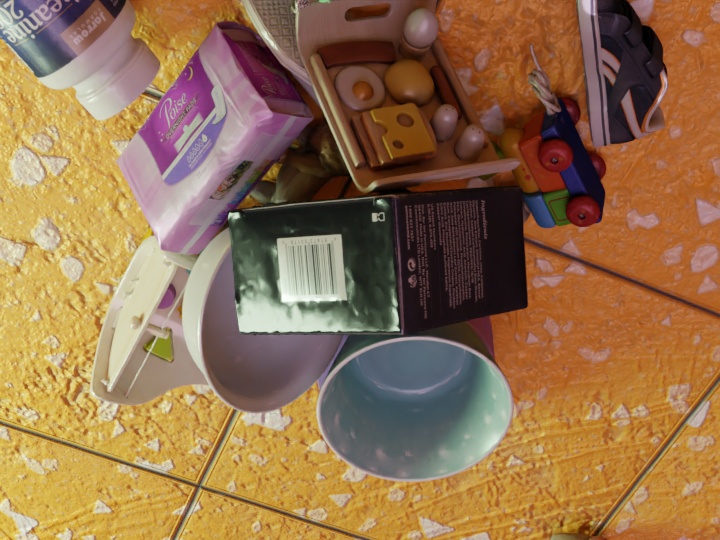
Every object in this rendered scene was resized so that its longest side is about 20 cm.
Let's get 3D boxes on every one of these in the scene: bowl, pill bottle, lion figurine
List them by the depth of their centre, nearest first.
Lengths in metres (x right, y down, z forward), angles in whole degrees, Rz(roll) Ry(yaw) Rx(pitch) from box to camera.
[{"bbox_3d":[-0.273,-0.236,1.106,0.110,0.112,0.200,-28,121,21],"label":"pill bottle"},{"bbox_3d":[-0.107,0.031,1.227,0.090,0.201,0.203,20,141,43],"label":"bowl"},{"bbox_3d":[-0.060,-0.091,1.239,0.121,0.074,0.199,12,146,-38],"label":"lion figurine"},{"bbox_3d":[0.055,0.111,1.273,0.197,0.106,0.203,0,127,0],"label":"bowl"}]

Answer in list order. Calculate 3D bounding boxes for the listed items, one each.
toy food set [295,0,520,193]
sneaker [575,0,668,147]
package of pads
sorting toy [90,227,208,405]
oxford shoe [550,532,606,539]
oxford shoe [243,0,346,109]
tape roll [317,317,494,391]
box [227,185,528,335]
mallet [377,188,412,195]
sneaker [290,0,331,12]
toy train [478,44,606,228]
[{"bbox_3d":[0.040,-0.161,1.080,0.141,0.202,0.061,-11,151,-23],"label":"toy food set"},{"bbox_3d":[0.240,-0.204,1.136,0.078,0.079,0.201,-7,137,12],"label":"sneaker"},{"bbox_3d":[-0.144,-0.124,1.178,0.075,0.121,0.200,-1,141,-51],"label":"package of pads"},{"bbox_3d":[-0.173,0.056,1.334,0.178,0.108,0.201,19,121,-24],"label":"sorting toy"},{"bbox_3d":[0.280,0.406,1.603,0.073,0.071,0.202,14,131,24],"label":"oxford shoe"},{"bbox_3d":[-0.037,-0.193,1.148,0.200,0.075,0.058,44,156,-9],"label":"oxford shoe"},{"bbox_3d":[0.050,0.095,1.369,0.196,0.066,0.203,1,126,2],"label":"tape roll"},{"bbox_3d":[0.019,-0.010,1.119,0.195,0.199,0.120,-2,95,40],"label":"box"},{"bbox_3d":[0.000,0.000,1.277,0.066,0.041,0.201,41,106,12],"label":"mallet"},{"bbox_3d":[-0.031,-0.261,1.083,0.197,0.077,0.090,16,83,-3],"label":"sneaker"},{"bbox_3d":[0.155,-0.124,1.202,0.114,0.085,0.201,-14,126,28],"label":"toy train"}]
